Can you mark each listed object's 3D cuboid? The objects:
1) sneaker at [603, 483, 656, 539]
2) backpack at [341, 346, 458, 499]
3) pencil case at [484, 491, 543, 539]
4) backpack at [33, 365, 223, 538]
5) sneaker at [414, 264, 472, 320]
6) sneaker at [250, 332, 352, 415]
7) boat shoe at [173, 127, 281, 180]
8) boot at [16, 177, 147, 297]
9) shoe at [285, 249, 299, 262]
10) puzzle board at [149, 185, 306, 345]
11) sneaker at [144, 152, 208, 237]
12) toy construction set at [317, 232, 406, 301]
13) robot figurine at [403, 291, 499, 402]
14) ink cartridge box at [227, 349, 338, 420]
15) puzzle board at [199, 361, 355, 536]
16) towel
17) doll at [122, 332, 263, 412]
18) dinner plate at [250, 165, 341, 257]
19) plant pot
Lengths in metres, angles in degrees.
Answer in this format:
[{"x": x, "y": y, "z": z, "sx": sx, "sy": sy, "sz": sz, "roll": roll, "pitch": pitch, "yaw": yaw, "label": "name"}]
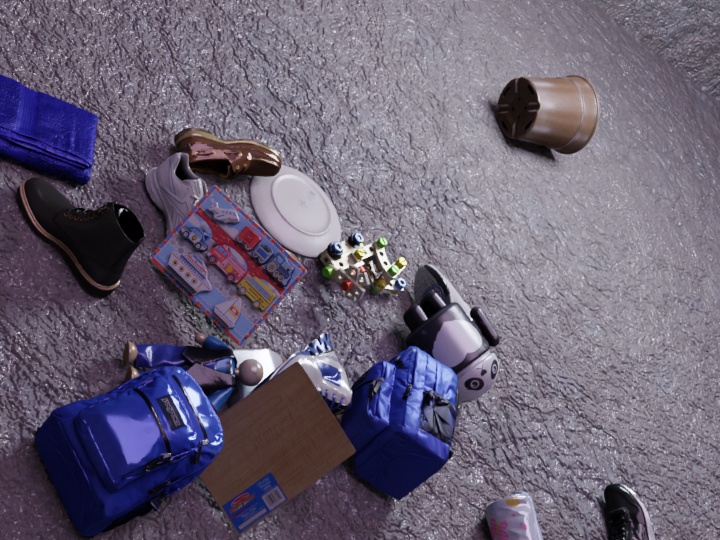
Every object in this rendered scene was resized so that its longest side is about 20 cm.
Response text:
[{"x": 0.499, "y": 0.496, "z": 1.824, "sx": 0.087, "sy": 0.076, "sz": 0.202, "roll": -2, "pitch": 60, "yaw": -38, "label": "sneaker"}, {"x": 0.066, "y": 0.218, "z": 1.541, "sx": 0.167, "sy": 0.162, "sz": 0.201, "roll": 38, "pitch": 40, "yaw": -15, "label": "backpack"}, {"x": 0.271, "y": 0.469, "z": 1.603, "sx": 0.082, "sy": 0.091, "sz": 0.202, "roll": 7, "pitch": 53, "yaw": -40, "label": "pencil case"}, {"x": -0.269, "y": 0.214, "z": 1.218, "sx": 0.199, "sy": 0.167, "sz": 0.164, "roll": -19, "pitch": 79, "yaw": -44, "label": "backpack"}, {"x": 0.170, "y": 0.078, "z": 1.855, "sx": 0.202, "sy": 0.074, "sz": 0.087, "roll": 59, "pitch": 26, "yaw": 3, "label": "sneaker"}, {"x": -0.071, "y": 0.176, "z": 1.453, "sx": 0.116, "sy": 0.080, "sz": 0.199, "roll": 51, "pitch": 33, "yaw": 4, "label": "sneaker"}, {"x": -0.226, "y": -0.186, "z": 1.689, "sx": 0.198, "sy": 0.072, "sz": 0.068, "roll": 9, "pitch": 57, "yaw": -32, "label": "boat shoe"}, {"x": -0.386, "y": -0.081, "z": 1.379, "sx": 0.200, "sy": 0.138, "sz": 0.077, "roll": 47, "pitch": 38, "yaw": 0, "label": "boot"}, {"x": -0.167, "y": -0.017, "z": 1.586, "sx": 0.199, "sy": 0.069, "sz": 0.054, "roll": 29, "pitch": 66, "yaw": -56, "label": "shoe"}, {"x": -0.202, "y": -0.009, "z": 1.477, "sx": 0.200, "sy": 0.151, "sz": 0.017, "roll": 42, "pitch": -4, "yaw": 11, "label": "puzzle board"}, {"x": -0.271, "y": -0.095, "z": 1.548, "sx": 0.074, "sy": 0.087, "sz": 0.202, "roll": -17, "pitch": 73, "yaw": -52, "label": "sneaker"}, {"x": 0.000, "y": 0.000, "z": 1.743, "sx": 0.132, "sy": 0.092, "sz": 0.199, "roll": 56, "pitch": 27, "yaw": 9, "label": "toy construction set"}, {"x": 0.160, "y": 0.138, "z": 1.744, "sx": 0.201, "sy": 0.150, "sz": 0.125, "roll": 54, "pitch": 22, "yaw": 8, "label": "robot figurine"}, {"x": -0.108, "y": 0.200, "z": 1.490, "sx": 0.198, "sy": 0.047, "sz": 0.162, "roll": 2, "pitch": 57, "yaw": -41, "label": "ink cartridge box"}, {"x": -0.127, "y": 0.244, "z": 1.350, "sx": 0.199, "sy": 0.017, "sz": 0.152, "roll": -34, "pitch": 93, "yaw": -11, "label": "puzzle board"}, {"x": -0.490, "y": -0.220, "z": 1.468, "sx": 0.198, "sy": 0.049, "sz": 0.149, "roll": 21, "pitch": 46, "yaw": -31, "label": "towel"}, {"x": -0.232, "y": 0.146, "z": 1.382, "sx": 0.197, "sy": 0.049, "sz": 0.138, "roll": 4, "pitch": 55, "yaw": -26, "label": "doll"}, {"x": -0.111, "y": -0.114, "z": 1.776, "sx": 0.199, "sy": 0.024, "sz": 0.202, "roll": 27, "pitch": 42, "yaw": -27, "label": "dinner plate"}, {"x": 0.463, "y": -0.402, "z": 2.467, "sx": 0.196, "sy": 0.200, "sz": 0.203, "roll": 1, "pitch": 57, "yaw": -35, "label": "plant pot"}]
